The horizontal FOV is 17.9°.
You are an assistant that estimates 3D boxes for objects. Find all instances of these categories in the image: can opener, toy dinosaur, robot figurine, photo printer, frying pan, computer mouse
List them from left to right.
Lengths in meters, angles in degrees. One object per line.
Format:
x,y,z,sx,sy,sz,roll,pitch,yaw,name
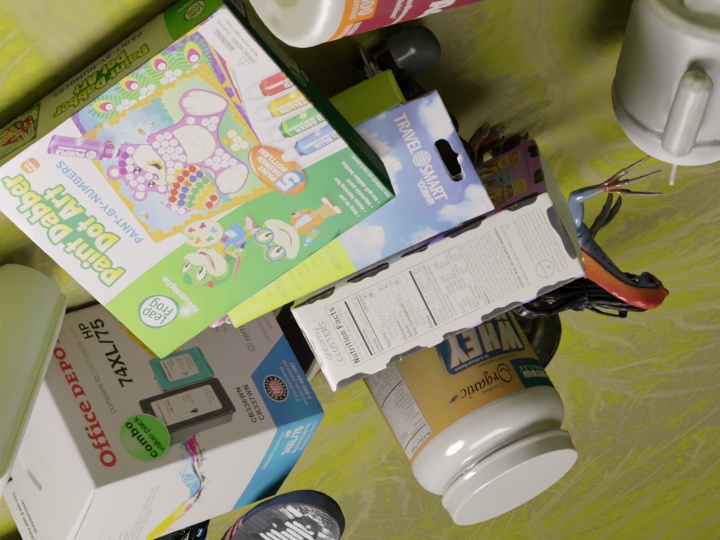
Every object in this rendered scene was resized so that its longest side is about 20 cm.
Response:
-0.273,0.116,1.569,0.069,0.201,0.167,24,137,-12,photo printer
0.050,-0.121,1.629,0.067,0.053,0.200,-32,160,11,can opener
0.098,0.061,2.106,0.031,0.189,0.115,54,52,-42,frying pan
0.133,-0.012,1.861,0.138,0.200,0.053,-3,107,-34,computer mouse
0.152,-0.026,1.794,0.199,0.182,0.105,-32,159,9,toy dinosaur
0.248,-0.158,1.678,0.201,0.112,0.170,99,11,-46,robot figurine

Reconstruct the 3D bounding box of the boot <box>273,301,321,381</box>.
0.000,0.000,1.834,0.200,0.072,0.144,-53,171,27,boot

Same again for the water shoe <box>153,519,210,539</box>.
-0.150,0.236,1.908,0.071,0.079,0.200,-21,156,-20,water shoe

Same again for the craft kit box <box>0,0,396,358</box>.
-0.111,-0.062,1.453,0.197,0.049,0.200,-33,130,14,craft kit box

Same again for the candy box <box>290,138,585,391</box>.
0.055,-0.006,1.654,0.199,0.072,0.168,-25,-167,9,candy box

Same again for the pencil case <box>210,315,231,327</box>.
-0.055,-0.035,1.645,0.199,0.088,0.087,-31,159,2,pencil case

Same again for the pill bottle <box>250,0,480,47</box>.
0.035,-0.206,1.333,0.199,0.114,0.114,-18,156,-26,pill bottle

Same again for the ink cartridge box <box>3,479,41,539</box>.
-0.182,0.177,1.962,0.200,0.084,0.146,-33,158,11,ink cartridge box

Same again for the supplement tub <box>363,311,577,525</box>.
0.088,0.103,1.978,0.144,0.201,0.145,-25,159,-11,supplement tub

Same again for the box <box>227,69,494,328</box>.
-0.023,-0.051,1.547,0.199,0.048,0.122,-25,132,6,box

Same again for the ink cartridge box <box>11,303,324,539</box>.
-0.162,0.112,1.756,0.199,0.147,0.146,-18,157,-29,ink cartridge box

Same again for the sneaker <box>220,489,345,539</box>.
-0.062,0.203,1.841,0.200,0.070,0.082,-37,-165,53,sneaker
